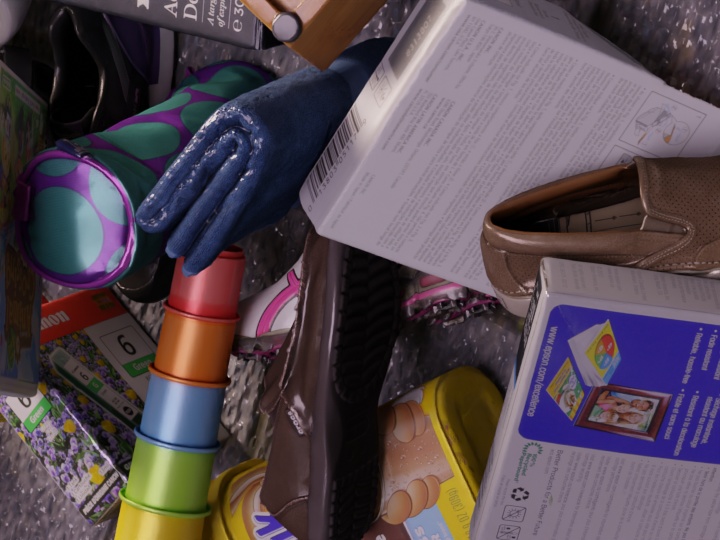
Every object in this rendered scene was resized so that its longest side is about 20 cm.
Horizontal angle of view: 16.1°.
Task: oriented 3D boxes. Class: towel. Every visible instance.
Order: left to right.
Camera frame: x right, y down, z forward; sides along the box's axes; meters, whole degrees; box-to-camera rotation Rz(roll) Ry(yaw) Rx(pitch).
[{"bbox_3d":[-0.038,-0.069,1.432,0.049,0.200,0.112,45,121,10],"label":"towel"}]

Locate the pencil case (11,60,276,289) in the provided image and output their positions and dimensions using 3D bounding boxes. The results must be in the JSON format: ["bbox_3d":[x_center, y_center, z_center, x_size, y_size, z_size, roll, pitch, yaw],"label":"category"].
[{"bbox_3d":[-0.118,-0.060,1.489,0.092,0.200,0.085,31,121,16],"label":"pencil case"}]

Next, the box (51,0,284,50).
[{"bbox_3d":[-0.105,-0.226,1.494,0.199,0.107,0.149,16,110,30],"label":"box"}]

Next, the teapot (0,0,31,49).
[{"bbox_3d":[-0.291,-0.225,1.596,0.199,0.198,0.147,5,65,0],"label":"teapot"}]

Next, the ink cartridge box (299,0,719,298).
[{"bbox_3d":[0.091,-0.061,1.389,0.163,0.199,0.057,-56,33,26],"label":"ink cartridge box"}]

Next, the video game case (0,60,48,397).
[{"bbox_3d":[-0.206,-0.021,1.467,0.022,0.200,0.183,1,85,2],"label":"video game case"}]

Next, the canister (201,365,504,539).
[{"bbox_3d":[0.012,0.157,1.528,0.200,0.086,0.149,-28,86,33],"label":"canister"}]

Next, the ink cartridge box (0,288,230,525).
[{"bbox_3d":[-0.185,0.058,1.616,0.200,0.109,0.050,50,123,13],"label":"ink cartridge box"}]

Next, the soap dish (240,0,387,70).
[{"bbox_3d":[-0.047,-0.225,1.350,0.200,0.081,0.157,43,113,1],"label":"soap dish"}]

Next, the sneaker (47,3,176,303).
[{"bbox_3d":[-0.161,-0.074,1.580,0.075,0.087,0.201,0,102,33],"label":"sneaker"}]

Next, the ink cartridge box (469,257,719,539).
[{"bbox_3d":[0.174,0.090,1.375,0.199,0.043,0.199,9,128,-4],"label":"ink cartridge box"}]

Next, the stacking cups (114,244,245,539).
[{"bbox_3d":[-0.109,0.080,1.516,0.060,0.060,0.201,13,98,30],"label":"stacking cups"}]

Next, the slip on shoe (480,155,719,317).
[{"bbox_3d":[0.160,-0.032,1.349,0.199,0.076,0.061,-13,135,10],"label":"slip on shoe"}]

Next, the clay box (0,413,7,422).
[{"bbox_3d":[-0.305,0.057,1.638,0.115,0.200,0.048,44,112,16],"label":"clay box"}]

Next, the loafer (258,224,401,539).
[{"bbox_3d":[-0.028,0.061,1.444,0.071,0.073,0.201,13,103,29],"label":"loafer"}]

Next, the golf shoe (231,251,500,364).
[{"bbox_3d":[0.000,0.000,1.512,0.199,0.072,0.093,-19,75,30],"label":"golf shoe"}]

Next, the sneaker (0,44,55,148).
[{"bbox_3d":[-0.238,-0.064,1.645,0.200,0.111,0.073,106,162,-54],"label":"sneaker"}]
